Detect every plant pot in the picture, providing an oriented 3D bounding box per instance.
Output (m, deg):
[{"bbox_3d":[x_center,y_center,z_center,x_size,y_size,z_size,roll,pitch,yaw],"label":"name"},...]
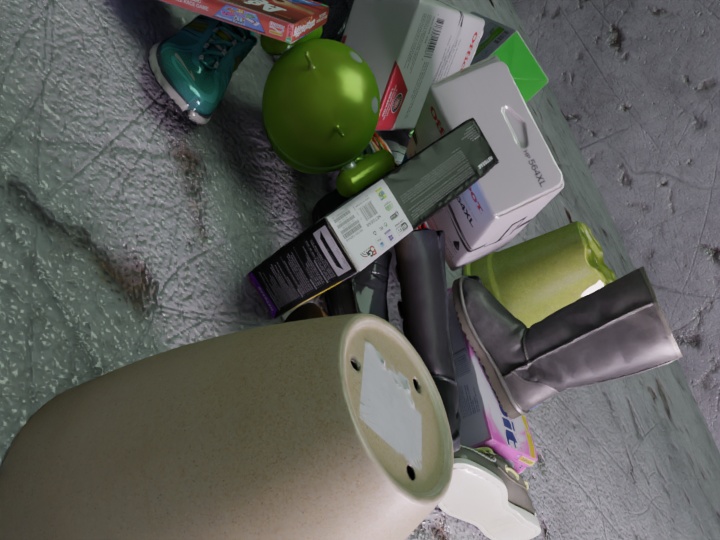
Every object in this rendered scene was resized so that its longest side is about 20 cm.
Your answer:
[{"bbox_3d":[-0.056,0.110,0.382,0.187,0.197,0.191,40,33,-34],"label":"plant pot"},{"bbox_3d":[0.284,0.026,1.097,0.200,0.182,0.204,41,33,-34],"label":"plant pot"}]

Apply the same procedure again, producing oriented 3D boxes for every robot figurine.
[{"bbox_3d":[-0.041,-0.158,0.719,0.179,0.114,0.200,63,-4,-6],"label":"robot figurine"}]

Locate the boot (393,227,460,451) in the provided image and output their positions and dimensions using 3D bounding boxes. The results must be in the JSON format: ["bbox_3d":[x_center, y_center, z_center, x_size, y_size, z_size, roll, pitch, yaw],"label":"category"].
[{"bbox_3d":[0.062,0.061,0.699,0.165,0.064,0.207,6,82,-82],"label":"boot"}]

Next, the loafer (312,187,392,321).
[{"bbox_3d":[0.000,0.000,0.735,0.067,0.069,0.205,25,44,-49],"label":"loafer"}]

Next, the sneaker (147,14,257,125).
[{"bbox_3d":[-0.139,-0.211,0.680,0.078,0.079,0.203,44,31,-28],"label":"sneaker"}]

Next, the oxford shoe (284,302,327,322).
[{"bbox_3d":[-0.021,0.123,0.582,0.071,0.070,0.204,43,30,-41],"label":"oxford shoe"}]

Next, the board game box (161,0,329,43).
[{"bbox_3d":[-0.134,-0.255,0.660,0.195,0.020,0.103,20,33,6],"label":"board game box"}]

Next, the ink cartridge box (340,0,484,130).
[{"bbox_3d":[0.057,-0.254,0.869,0.083,0.147,0.198,31,24,22],"label":"ink cartridge box"}]

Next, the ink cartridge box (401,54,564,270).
[{"bbox_3d":[0.119,-0.104,0.768,0.200,0.082,0.149,107,-41,-75],"label":"ink cartridge box"}]

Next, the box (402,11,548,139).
[{"bbox_3d":[0.142,-0.264,1.060,0.097,0.199,0.177,43,9,-28],"label":"box"}]

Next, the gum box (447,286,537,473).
[{"bbox_3d":[0.135,0.136,0.848,0.113,0.065,0.204,30,40,-44],"label":"gum box"}]

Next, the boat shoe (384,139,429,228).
[{"bbox_3d":[0.098,-0.114,1.021,0.199,0.073,0.068,41,32,-35],"label":"boat shoe"}]

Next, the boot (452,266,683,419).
[{"bbox_3d":[0.216,0.050,0.780,0.185,0.198,0.072,60,29,3],"label":"boot"}]

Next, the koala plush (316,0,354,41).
[{"bbox_3d":[-0.016,-0.308,0.949,0.179,0.179,0.204,-65,142,-52],"label":"koala plush"}]

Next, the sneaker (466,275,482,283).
[{"bbox_3d":[0.198,0.093,0.990,0.203,0.082,0.071,61,26,0],"label":"sneaker"}]

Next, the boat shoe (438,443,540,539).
[{"bbox_3d":[0.127,0.223,0.750,0.202,0.071,0.061,46,28,-41],"label":"boat shoe"}]

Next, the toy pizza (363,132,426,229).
[{"bbox_3d":[0.044,-0.091,0.866,0.200,0.031,0.204,-89,154,-84],"label":"toy pizza"}]

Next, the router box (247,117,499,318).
[{"bbox_3d":[0.011,-0.046,0.632,0.199,0.148,0.052,-38,96,-36],"label":"router box"}]
